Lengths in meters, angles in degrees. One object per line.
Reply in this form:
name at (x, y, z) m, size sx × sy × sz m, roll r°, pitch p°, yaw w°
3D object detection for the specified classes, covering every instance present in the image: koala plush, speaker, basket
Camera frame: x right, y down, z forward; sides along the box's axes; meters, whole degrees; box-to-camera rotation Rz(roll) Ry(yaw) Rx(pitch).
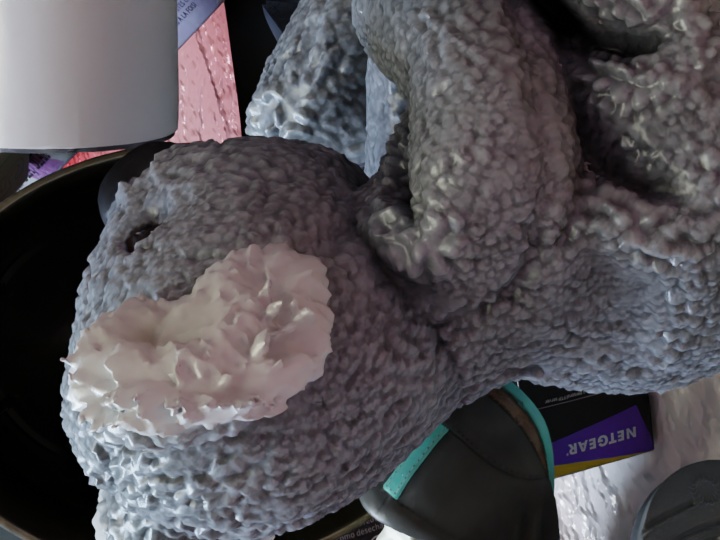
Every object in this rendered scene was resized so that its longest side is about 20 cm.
koala plush at (0.000, 0.000, 0.773) m, size 0.184 × 0.200 × 0.177 m, roll 45°, pitch 159°, yaw 12°
speaker at (-0.096, -0.141, 0.881) m, size 0.081 × 0.081 × 0.201 m, roll 22°, pitch 114°, yaw 61°
basket at (-0.077, 0.026, 0.989) m, size 0.200 × 0.180 × 0.137 m, roll -177°, pitch 85°, yaw -75°

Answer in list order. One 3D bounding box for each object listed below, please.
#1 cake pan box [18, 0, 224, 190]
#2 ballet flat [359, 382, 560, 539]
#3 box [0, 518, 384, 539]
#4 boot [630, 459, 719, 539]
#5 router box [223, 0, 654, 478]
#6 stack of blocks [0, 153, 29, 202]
cake pan box at (-0.149, -0.125, 1.011) m, size 0.184 × 0.052 × 0.200 m, roll 42°, pitch 143°, yaw -9°
ballet flat at (0.036, 0.106, 0.917) m, size 0.068 × 0.068 × 0.200 m, roll 31°, pitch 157°, yaw 36°
box at (-0.080, 0.133, 1.170) m, size 0.200 × 0.148 × 0.125 m, roll -2°, pitch 101°, yaw 65°
boot at (0.103, 0.171, 0.911) m, size 0.200 × 0.065 × 0.165 m, roll 118°, pitch 136°, yaw -61°
router box at (0.023, -0.025, 0.991) m, size 0.200 × 0.052 × 0.158 m, roll 19°, pitch 119°, yaw 62°
stack of blocks at (-0.184, -0.048, 1.031) m, size 0.115 × 0.059 × 0.200 m, roll 26°, pitch 144°, yaw 11°
